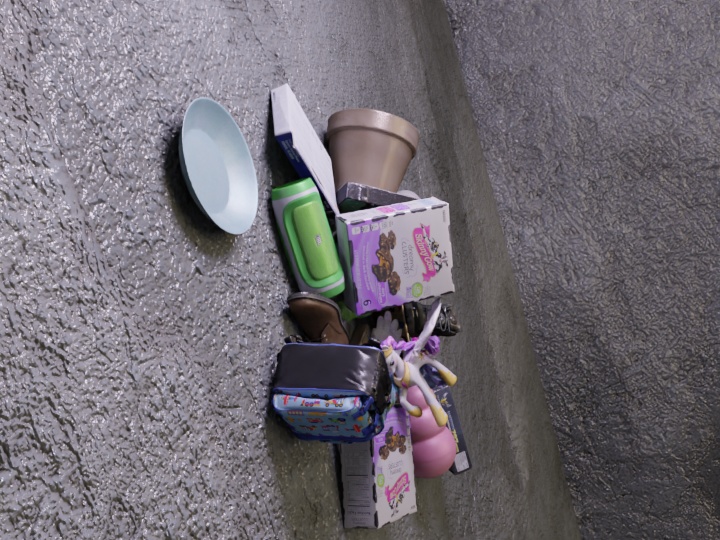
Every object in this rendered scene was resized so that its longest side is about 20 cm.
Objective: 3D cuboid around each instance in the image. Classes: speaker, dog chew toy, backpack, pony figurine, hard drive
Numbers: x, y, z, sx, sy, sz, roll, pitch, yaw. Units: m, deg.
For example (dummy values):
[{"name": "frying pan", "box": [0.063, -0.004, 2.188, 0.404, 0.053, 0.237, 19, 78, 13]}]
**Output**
[{"name": "speaker", "box": [-0.090, -0.052, 1.356, 0.088, 0.087, 0.204, -45, 120, -66]}, {"name": "dog chew toy", "box": [0.131, 0.328, 1.651, 0.124, 0.122, 0.204, -34, 112, -68]}, {"name": "backpack", "box": [-0.034, 0.205, 1.242, 0.201, 0.179, 0.137, 69, 27, -53]}, {"name": "pony figurine", "box": [0.097, 0.163, 1.450, 0.201, 0.165, 0.195, 49, 38, -21]}, {"name": "hard drive", "box": [0.041, -0.117, 1.529, 0.139, 0.196, 0.039, 148, -50, -66]}]

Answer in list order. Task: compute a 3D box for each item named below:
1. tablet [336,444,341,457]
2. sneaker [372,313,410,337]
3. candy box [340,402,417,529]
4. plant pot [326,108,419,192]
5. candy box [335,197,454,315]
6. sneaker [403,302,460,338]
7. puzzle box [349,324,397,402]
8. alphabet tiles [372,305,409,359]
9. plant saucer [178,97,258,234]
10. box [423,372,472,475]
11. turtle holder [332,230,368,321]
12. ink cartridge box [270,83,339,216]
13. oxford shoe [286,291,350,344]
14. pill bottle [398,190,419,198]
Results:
[{"name": "tablet", "box": [-0.004, 0.253, 1.459, 0.200, 0.013, 0.133, -42, 119, -56]}, {"name": "sneaker", "box": [0.071, 0.126, 1.721, 0.079, 0.074, 0.205, -33, 116, -82]}, {"name": "candy box", "box": [0.033, 0.347, 1.414, 0.167, 0.070, 0.205, 9, 75, -62]}, {"name": "plant pot", "box": [0.014, -0.212, 1.618, 0.200, 0.196, 0.177, 35, 62, -60]}, {"name": "candy box", "box": [0.064, -0.029, 1.416, 0.071, 0.196, 0.171, -145, -134, -66]}, {"name": "sneaker", "box": [0.144, 0.095, 1.613, 0.200, 0.112, 0.078, 51, 31, -70]}, {"name": "puzzle box", "box": [0.022, 0.227, 1.572, 0.134, 0.025, 0.203, -63, 136, -59]}, {"name": "alphabet tiles", "box": [0.056, 0.089, 1.607, 0.166, 0.006, 0.205, 176, -97, -69]}, {"name": "plant saucer", "box": [-0.216, -0.148, 1.147, 0.201, 0.038, 0.205, -13, 91, -70]}, {"name": "box", "box": [0.180, 0.342, 1.782, 0.157, 0.050, 0.204, -164, -122, -74]}, {"name": "turtle holder", "box": [-0.003, -0.008, 1.520, 0.130, 0.188, 0.141, 13, 23, -34]}, {"name": "ink cartridge box", "box": [-0.100, -0.206, 1.430, 0.202, 0.040, 0.201, -101, 165, -46]}, {"name": "oxford shoe", "box": [-0.067, 0.103, 1.346, 0.200, 0.071, 0.086, 51, 35, -49]}, {"name": "pill bottle", "box": [0.084, -0.116, 1.812, 0.200, 0.112, 0.116, -53, 127, -64]}]
